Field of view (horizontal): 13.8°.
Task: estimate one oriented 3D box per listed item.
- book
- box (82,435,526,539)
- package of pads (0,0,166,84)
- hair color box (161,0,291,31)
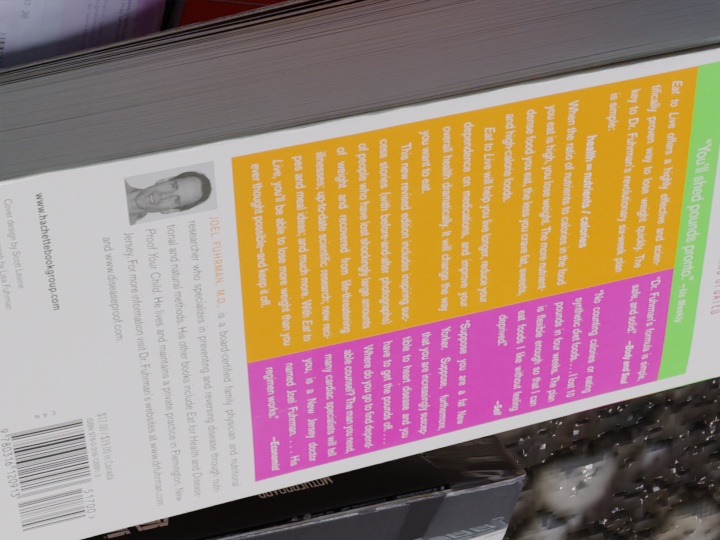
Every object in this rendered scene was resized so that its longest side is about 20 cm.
[{"bbox_3d":[0.003,-0.004,0.690,0.200,0.048,0.134,-13,139,-11],"label":"book"},{"bbox_3d":[-0.048,0.137,0.933,0.158,0.050,0.200,-8,132,-35],"label":"box"},{"bbox_3d":[-0.081,-0.127,0.661,0.076,0.121,0.200,-3,128,-23],"label":"package of pads"},{"bbox_3d":[-0.006,-0.161,0.673,0.064,0.111,0.200,4,125,-24],"label":"hair color box"}]
